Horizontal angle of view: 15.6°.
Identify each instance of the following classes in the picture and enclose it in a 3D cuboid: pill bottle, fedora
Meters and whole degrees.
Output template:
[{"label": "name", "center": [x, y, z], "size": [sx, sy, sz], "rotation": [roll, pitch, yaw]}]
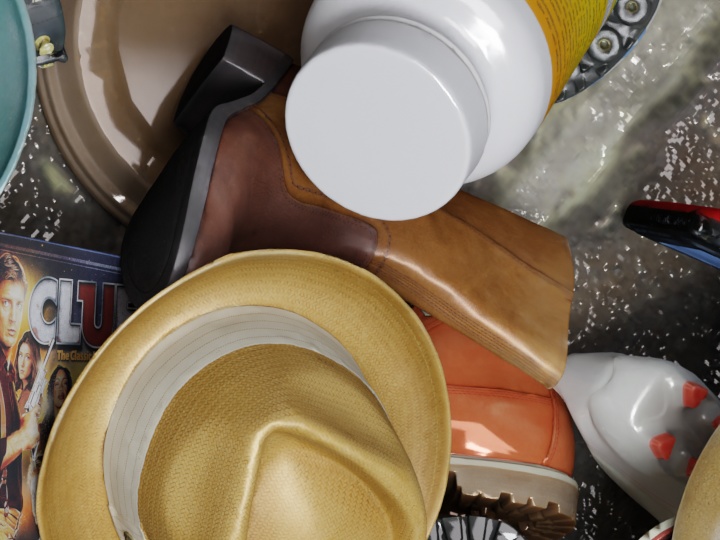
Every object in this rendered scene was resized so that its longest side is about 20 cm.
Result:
[{"label": "pill bottle", "center": [0.040, -0.106, 1.149], "size": [0.111, 0.111, 0.200], "rotation": [45, 37, -8]}, {"label": "fedora", "center": [-0.032, 0.093, 1.063], "size": [0.200, 0.082, 0.201], "rotation": [-12, 117, -24]}]

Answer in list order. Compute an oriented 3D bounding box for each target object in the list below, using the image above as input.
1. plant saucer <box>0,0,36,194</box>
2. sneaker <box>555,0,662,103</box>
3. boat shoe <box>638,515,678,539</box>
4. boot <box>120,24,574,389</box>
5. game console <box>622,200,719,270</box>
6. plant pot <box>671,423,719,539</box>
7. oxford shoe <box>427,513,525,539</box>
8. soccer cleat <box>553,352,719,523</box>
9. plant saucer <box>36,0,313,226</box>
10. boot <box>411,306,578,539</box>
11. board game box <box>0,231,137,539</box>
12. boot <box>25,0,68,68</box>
[{"label": "plant saucer", "center": [-0.234, -0.078, 1.088], "size": [0.199, 0.036, 0.201], "rotation": [2, 77, -7]}, {"label": "sneaker", "center": [0.126, -0.168, 1.279], "size": [0.072, 0.072, 0.200], "rotation": [27, 90, 4]}, {"label": "boat shoe", "center": [0.117, 0.201, 1.105], "size": [0.071, 0.063, 0.201], "rotation": [12, 106, -35]}, {"label": "boot", "center": [0.000, 0.000, 1.150], "size": [0.200, 0.188, 0.069], "rotation": [33, 117, -13]}, {"label": "game console", "center": [0.194, 0.052, 1.203], "size": [0.172, 0.200, 0.119], "rotation": [23, 90, -5]}, {"label": "plant pot", "center": [0.224, 0.126, 1.088], "size": [0.199, 0.027, 0.201], "rotation": [-1, 92, -19]}, {"label": "oxford shoe", "center": [-0.022, 0.142, 1.188], "size": [0.199, 0.084, 0.073], "rotation": [2, 88, 2]}, {"label": "soccer cleat", "center": [0.162, 0.098, 1.239], "size": [0.069, 0.077, 0.200], "rotation": [-53, 131, -13]}, {"label": "plant saucer", "center": [-0.053, -0.103, 1.228], "size": [0.199, 0.029, 0.201], "rotation": [3, 82, -19]}, {"label": "boot", "center": [0.006, 0.056, 1.212], "size": [0.199, 0.075, 0.108], "rotation": [12, 67, -16]}, {"label": "board game box", "center": [-0.138, 0.056, 1.075], "size": [0.035, 0.200, 0.136], "rotation": [2, 86, 27]}, {"label": "boot", "center": [-0.195, -0.067, 1.149], "size": [0.153, 0.073, 0.204], "rotation": [-18, 85, -14]}]
